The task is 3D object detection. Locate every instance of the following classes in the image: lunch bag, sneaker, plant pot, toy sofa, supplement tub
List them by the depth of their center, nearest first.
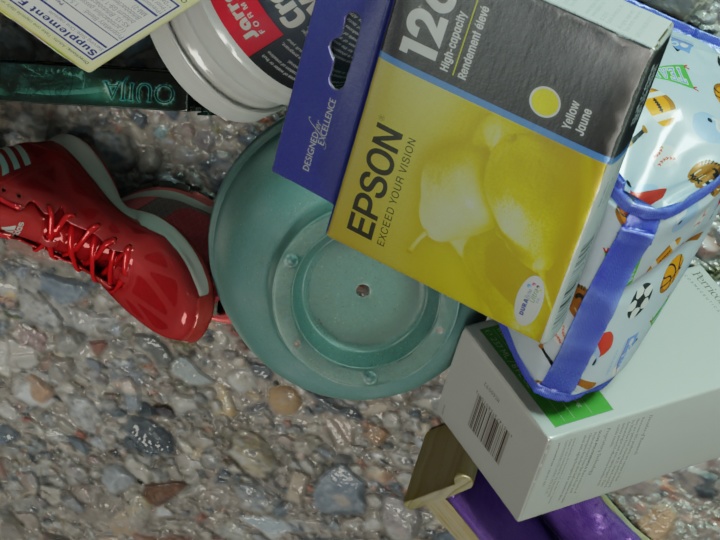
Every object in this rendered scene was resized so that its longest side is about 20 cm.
[{"bbox_3d":[-0.020,-0.186,1.217,0.200,0.141,0.140,-28,115,34],"label":"supplement tub"},{"bbox_3d":[0.155,-0.039,1.238,0.123,0.200,0.170,21,132,1],"label":"lunch bag"},{"bbox_3d":[0.000,0.000,1.312,0.199,0.134,0.201,-1,106,-3],"label":"plant pot"},{"bbox_3d":[-0.196,-0.014,1.376,0.200,0.115,0.079,41,122,30],"label":"sneaker"},{"bbox_3d":[-0.110,-0.006,1.429,0.199,0.087,0.074,7,129,13],"label":"sneaker"},{"bbox_3d":[0.132,0.195,1.515,0.097,0.083,0.200,-24,117,34],"label":"toy sofa"}]

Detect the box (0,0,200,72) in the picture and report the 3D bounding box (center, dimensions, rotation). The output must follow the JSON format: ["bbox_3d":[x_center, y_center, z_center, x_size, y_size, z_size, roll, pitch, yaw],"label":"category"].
[{"bbox_3d":[-0.114,-0.243,1.166,0.200,0.176,0.097,-26,135,33],"label":"box"}]

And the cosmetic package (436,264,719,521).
[{"bbox_3d":[0.164,0.077,1.323,0.108,0.199,0.085,52,143,34],"label":"cosmetic package"}]

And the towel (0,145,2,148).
[{"bbox_3d":[-0.363,-0.075,1.502,0.143,0.023,0.200,37,129,-11],"label":"towel"}]

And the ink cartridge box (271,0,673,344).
[{"bbox_3d":[0.049,-0.086,1.122,0.199,0.047,0.198,25,125,12],"label":"ink cartridge box"}]

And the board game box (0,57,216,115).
[{"bbox_3d":[-0.182,-0.122,1.332,0.199,0.135,0.028,5,96,16],"label":"board game box"}]
